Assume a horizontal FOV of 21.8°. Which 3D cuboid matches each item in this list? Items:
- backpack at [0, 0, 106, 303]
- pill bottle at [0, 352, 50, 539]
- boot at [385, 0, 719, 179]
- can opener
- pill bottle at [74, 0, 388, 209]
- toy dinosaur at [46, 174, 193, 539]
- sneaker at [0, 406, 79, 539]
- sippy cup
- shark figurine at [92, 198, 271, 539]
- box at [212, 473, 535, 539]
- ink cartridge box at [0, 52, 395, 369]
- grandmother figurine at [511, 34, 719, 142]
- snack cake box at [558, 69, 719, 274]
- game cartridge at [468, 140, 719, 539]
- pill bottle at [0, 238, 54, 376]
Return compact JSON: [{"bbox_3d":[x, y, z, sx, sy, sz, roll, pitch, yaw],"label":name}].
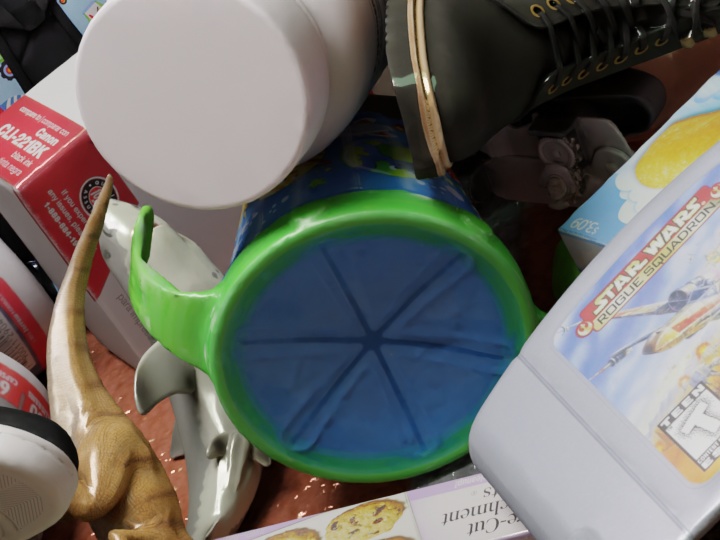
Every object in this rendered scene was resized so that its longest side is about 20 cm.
[{"bbox_3d":[-0.166,-0.102,1.045,0.183,0.200,0.135,-37,31,-6],"label":"backpack"},{"bbox_3d":[-0.202,0.131,0.833,0.114,0.114,0.200,-23,33,16],"label":"pill bottle"},{"bbox_3d":[0.091,-0.101,0.781,0.138,0.078,0.200,-5,25,15],"label":"boot"},{"bbox_3d":[0.049,-0.061,0.880,0.200,0.053,0.066,5,43,34],"label":"can opener"},{"bbox_3d":[-0.041,-0.109,0.791,0.113,0.113,0.200,-18,20,23],"label":"pill bottle"},{"bbox_3d":[-0.108,0.075,0.752,0.106,0.060,0.200,-23,73,-14],"label":"toy dinosaur"},{"bbox_3d":[-0.170,0.046,0.722,0.200,0.073,0.112,-12,46,40],"label":"sneaker"},{"bbox_3d":[0.000,0.000,0.810,0.140,0.178,0.130,-44,27,20],"label":"sippy cup"},{"bbox_3d":[-0.081,0.084,0.852,0.089,0.128,0.215,-40,40,53],"label":"shark figurine"},{"bbox_3d":[0.011,0.115,0.735,0.200,0.039,0.041,-17,37,25],"label":"box"},{"bbox_3d":[-0.079,-0.062,0.964,0.200,0.144,0.084,-42,34,-15],"label":"ink cartridge box"},{"bbox_3d":[0.113,-0.078,0.902,0.200,0.061,0.121,-15,37,32],"label":"grandmother figurine"},{"bbox_3d":[0.187,-0.009,0.724,0.115,0.067,0.200,-43,32,-18],"label":"snack cake box"},{"bbox_3d":[0.130,0.023,0.650,0.200,0.042,0.133,-46,39,3],"label":"game cartridge"},{"bbox_3d":[-0.264,0.061,0.982,0.200,0.120,0.120,-43,32,-17],"label":"pill bottle"}]
